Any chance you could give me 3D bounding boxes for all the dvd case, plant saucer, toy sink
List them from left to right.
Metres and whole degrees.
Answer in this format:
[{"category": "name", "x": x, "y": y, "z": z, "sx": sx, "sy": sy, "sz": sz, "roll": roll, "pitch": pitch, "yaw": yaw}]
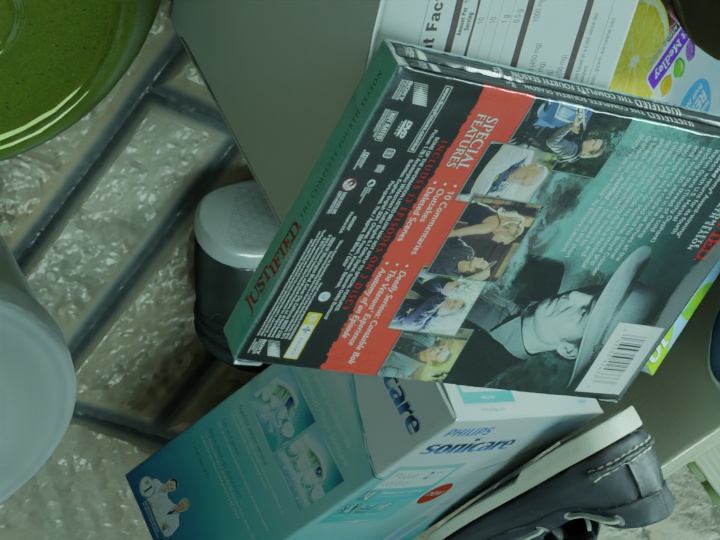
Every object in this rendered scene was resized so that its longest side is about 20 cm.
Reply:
[{"category": "plant saucer", "x": -0.175, "y": -0.115, "z": 0.861, "sx": 0.200, "sy": 0.031, "sz": 0.200, "roll": -15, "pitch": 135, "yaw": -15}, {"category": "dvd case", "x": 0.061, "y": -0.012, "z": 0.794, "sx": 0.200, "sy": 0.022, "sz": 0.146, "roll": 8, "pitch": 126, "yaw": -32}, {"category": "toy sink", "x": 0.212, "y": 0.059, "z": 1.150, "sx": 0.200, "sy": 0.130, "sz": 0.112, "roll": -35, "pitch": 138, "yaw": 5}]

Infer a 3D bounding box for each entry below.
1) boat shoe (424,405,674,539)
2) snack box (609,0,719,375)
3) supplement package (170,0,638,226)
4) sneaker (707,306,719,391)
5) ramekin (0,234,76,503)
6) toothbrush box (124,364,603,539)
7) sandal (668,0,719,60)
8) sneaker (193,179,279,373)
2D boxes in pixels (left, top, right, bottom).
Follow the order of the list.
[{"category": "boat shoe", "x": 0.098, "y": 0.137, "z": 1.071, "sx": 0.073, "sy": 0.063, "sz": 0.200, "roll": -27, "pitch": 170, "yaw": -36}, {"category": "snack box", "x": 0.137, "y": -0.060, "z": 1.017, "sx": 0.142, "sy": 0.053, "sz": 0.200, "roll": -53, "pitch": 139, "yaw": -16}, {"category": "supplement package", "x": 0.009, "y": -0.115, "z": 0.833, "sx": 0.111, "sy": 0.200, "sz": 0.156, "roll": -6, "pitch": 132, "yaw": -24}, {"category": "sneaker", "x": 0.237, "y": -0.026, "z": 1.057, "sx": 0.200, "sy": 0.075, "sz": 0.085, "roll": -60, "pitch": 145, "yaw": -13}, {"category": "ramekin", "x": -0.238, "y": 0.040, "z": 0.909, "sx": 0.202, "sy": 0.094, "sz": 0.202, "roll": -15, "pitch": 142, "yaw": -12}, {"category": "toothbrush box", "x": 0.002, "y": 0.090, "z": 1.042, "sx": 0.200, "sy": 0.085, "sz": 0.146, "roll": -38, "pitch": 157, "yaw": 27}, {"category": "sandal", "x": 0.146, "y": -0.155, "z": 0.881, "sx": 0.200, "sy": 0.055, "sz": 0.082, "roll": 22, "pitch": 130, "yaw": -39}, {"category": "sneaker", "x": 0.000, "y": 0.000, "z": 1.037, "sx": 0.200, "sy": 0.071, "sz": 0.099, "roll": -5, "pitch": 140, "yaw": -24}]
